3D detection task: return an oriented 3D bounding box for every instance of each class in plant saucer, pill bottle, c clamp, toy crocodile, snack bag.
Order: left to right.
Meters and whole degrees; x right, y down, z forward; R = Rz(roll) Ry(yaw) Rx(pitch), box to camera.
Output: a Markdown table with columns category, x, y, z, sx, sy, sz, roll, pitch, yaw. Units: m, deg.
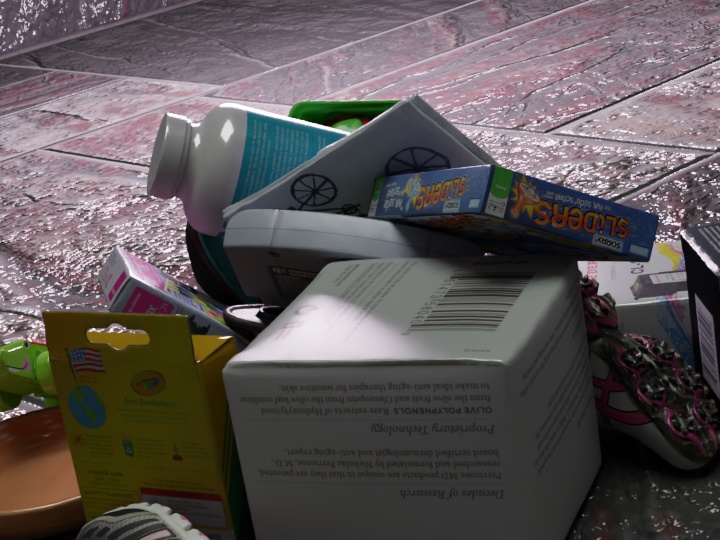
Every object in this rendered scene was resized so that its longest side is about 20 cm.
| category | x | y | z | sx | sy | sz | roll | pitch | yaw |
| --- | --- | --- | --- | --- | --- | --- | --- | --- | --- |
| plant saucer | -0.246 | 0.160 | 1.335 | 0.199 | 0.038 | 0.200 | -9 | 18 | 3 |
| toy crocodile | -0.261 | 0.086 | 1.439 | 0.067 | 0.062 | 0.200 | -20 | -17 | 24 |
| pill bottle | -0.073 | -0.074 | 1.403 | 0.199 | 0.111 | 0.111 | 13 | 14 | -15 |
| c clamp | -0.018 | 0.044 | 1.371 | 0.199 | 0.027 | 0.170 | 16 | 9 | 42 |
| snack bag | 0.023 | -0.045 | 1.336 | 0.200 | 0.188 | 0.021 | -30 | 45 | 30 |

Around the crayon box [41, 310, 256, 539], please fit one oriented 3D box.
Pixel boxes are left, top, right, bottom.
| category | x | y | z | sx | sy | sz | roll | pitch | yaw |
| --- | --- | --- | --- | --- | --- | --- | --- | --- | --- |
| crayon box | -0.137 | 0.114 | 1.158 | 0.126 | 0.201 | 0.051 | 2 | 21 | 29 |

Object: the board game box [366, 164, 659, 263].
| category | x | y | z | sx | sy | sz | roll | pitch | yaw |
| --- | --- | --- | --- | --- | --- | --- | --- | --- | --- |
| board game box | 0.104 | -0.039 | 1.215 | 0.135 | 0.035 | 0.200 | 15 | -5 | -20 |

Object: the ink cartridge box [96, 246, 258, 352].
| category | x | y | z | sx | sy | sz | roll | pitch | yaw |
| --- | --- | --- | --- | --- | --- | --- | --- | --- | --- |
| ink cartridge box | -0.119 | 0.052 | 1.398 | 0.200 | 0.042 | 0.119 | 32 | 4 | -19 |

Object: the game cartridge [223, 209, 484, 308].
| category | x | y | z | sx | sy | sz | roll | pitch | yaw |
| --- | --- | --- | --- | --- | --- | --- | --- | --- | --- |
| game cartridge | 0.000 | 0.000 | 1.298 | 0.199 | 0.041 | 0.133 | 8 | -18 | 10 |

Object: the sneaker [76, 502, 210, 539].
| category | x | y | z | sx | sy | sz | roll | pitch | yaw |
| --- | --- | --- | --- | --- | --- | --- | --- | --- | --- |
| sneaker | -0.135 | 0.207 | 1.082 | 0.087 | 0.074 | 0.199 | -17 | 24 | -40 |

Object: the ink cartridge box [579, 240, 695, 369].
| category | x | y | z | sx | sy | sz | roll | pitch | yaw |
| --- | --- | --- | --- | --- | --- | --- | --- | --- | --- |
| ink cartridge box | 0.269 | 0.034 | 1.377 | 0.199 | 0.083 | 0.146 | -6 | 19 | 10 |

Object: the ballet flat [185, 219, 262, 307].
| category | x | y | z | sx | sy | sz | roll | pitch | yaw |
| --- | --- | --- | --- | --- | --- | --- | --- | --- | --- |
| ballet flat | -0.100 | 0.021 | 1.495 | 0.068 | 0.200 | 0.068 | -24 | 44 | 32 |

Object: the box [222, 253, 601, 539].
| category | x | y | z | sx | sy | sz | roll | pitch | yaw |
| --- | --- | --- | --- | --- | --- | --- | --- | --- | --- |
| box | 0.043 | 0.101 | 1.152 | 0.199 | 0.172 | 0.199 | -3 | 20 | 22 |

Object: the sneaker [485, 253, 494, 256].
| category | x | y | z | sx | sy | sz | roll | pitch | yaw |
| --- | --- | --- | --- | --- | --- | --- | --- | --- | --- |
| sneaker | 0.152 | -0.012 | 1.460 | 0.074 | 0.081 | 0.200 | 40 | 20 | 6 |

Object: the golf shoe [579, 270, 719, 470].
| category | x | y | z | sx | sy | sz | roll | pitch | yaw |
| --- | --- | --- | --- | --- | --- | --- | --- | --- | --- |
| golf shoe | 0.186 | 0.085 | 1.260 | 0.072 | 0.092 | 0.200 | -10 | 44 | -40 |

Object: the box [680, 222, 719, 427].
| category | x | y | z | sx | sy | sz | roll | pitch | yaw |
| --- | --- | --- | --- | --- | --- | --- | --- | --- | --- |
| box | 0.347 | 0.037 | 1.229 | 0.199 | 0.149 | 0.107 | -9 | 19 | -1 |

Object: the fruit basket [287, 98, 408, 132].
| category | x | y | z | sx | sy | sz | roll | pitch | yaw |
| --- | --- | --- | --- | --- | --- | --- | --- | --- | --- |
| fruit basket | -0.009 | -0.059 | 1.568 | 0.155 | 0.217 | 0.216 | -1 | 18 | -3 |
